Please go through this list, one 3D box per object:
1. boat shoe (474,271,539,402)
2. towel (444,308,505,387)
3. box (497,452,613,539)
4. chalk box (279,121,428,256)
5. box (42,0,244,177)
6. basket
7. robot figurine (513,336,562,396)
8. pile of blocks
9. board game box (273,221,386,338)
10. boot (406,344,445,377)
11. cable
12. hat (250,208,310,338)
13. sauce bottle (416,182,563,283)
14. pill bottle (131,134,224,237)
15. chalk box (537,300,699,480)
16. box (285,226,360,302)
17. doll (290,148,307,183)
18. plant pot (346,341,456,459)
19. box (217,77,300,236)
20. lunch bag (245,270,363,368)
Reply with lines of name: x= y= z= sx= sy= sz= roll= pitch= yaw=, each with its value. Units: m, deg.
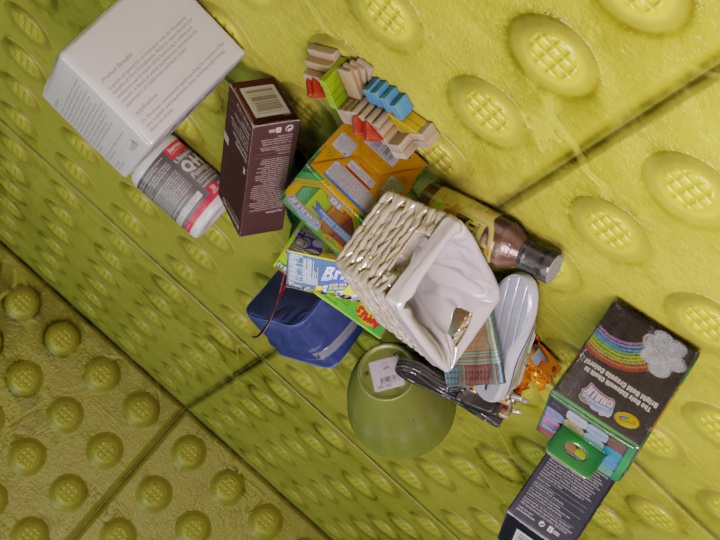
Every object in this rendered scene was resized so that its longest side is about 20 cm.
boat shoe: x=0.204 y=0.086 z=1.568 sx=0.072 sy=0.062 sz=0.201 roll=34 pitch=125 yaw=31
towel: x=0.139 y=0.059 z=1.580 sx=0.146 sy=0.022 sz=0.202 roll=-16 pitch=84 yaw=64
box: x=0.309 y=0.337 z=1.738 sx=0.107 sy=0.200 sz=0.149 roll=32 pitch=158 yaw=17
chalk box: x=-0.018 y=-0.109 z=1.535 sx=0.125 sy=0.124 sz=0.200 roll=42 pitch=158 yaw=-3
box: x=-0.305 y=-0.272 z=1.595 sx=0.171 sy=0.199 sz=0.200 roll=45 pitch=158 yaw=-10
basket: x=0.072 y=0.013 z=1.433 sx=0.123 sy=0.136 sz=0.200 roll=29 pitch=166 yaw=34
robot figurine: x=0.191 y=0.094 z=1.663 sx=0.200 sy=0.058 sz=0.145 roll=43 pitch=156 yaw=-5
pile of blocks: x=0.001 y=-0.203 z=1.410 sx=0.199 sy=0.062 sz=0.082 roll=34 pitch=157 yaw=16
board game box: x=-0.022 y=0.003 z=1.756 sx=0.199 sy=0.102 sz=0.048 roll=34 pitch=-159 yaw=2
boot: x=0.155 y=0.146 z=1.756 sx=0.162 sy=0.073 sz=0.198 roll=42 pitch=179 yaw=13
cable: x=0.149 y=0.176 z=1.707 sx=0.199 sy=0.051 sz=0.097 roll=23 pitch=157 yaw=16
hat: x=-0.098 y=0.012 z=1.819 sx=0.165 sy=0.176 sz=0.201 roll=23 pitch=152 yaw=36
sauce bottle: x=0.160 y=-0.046 z=1.445 sx=0.199 sy=0.065 sz=0.065 roll=28 pitch=155 yaw=27
pill bottle: x=-0.317 y=-0.159 z=1.946 sx=0.200 sy=0.111 sz=0.111 roll=41 pitch=158 yaw=-2
chalk box: x=0.302 y=0.166 z=1.408 sx=0.124 sy=0.200 sz=0.124 roll=34 pitch=157 yaw=16
box: x=0.000 y=0.000 z=1.604 sx=0.198 sy=0.070 sz=0.065 roll=12 pitch=126 yaw=12
doll: x=-0.076 y=-0.120 z=1.667 sx=0.201 sy=0.048 sz=0.137 roll=60 pitch=-170 yaw=-13
plant pot: x=0.056 y=0.191 z=1.853 sx=0.186 sy=0.188 sz=0.200 roll=33 pitch=167 yaw=18
box: x=-0.144 y=-0.156 z=1.598 sx=0.201 sy=0.074 sz=0.100 roll=101 pitch=148 yaw=-43
lunch bag: x=-0.093 y=0.084 z=2.003 sx=0.199 sy=0.136 sz=0.133 roll=12 pitch=144 yaw=51
